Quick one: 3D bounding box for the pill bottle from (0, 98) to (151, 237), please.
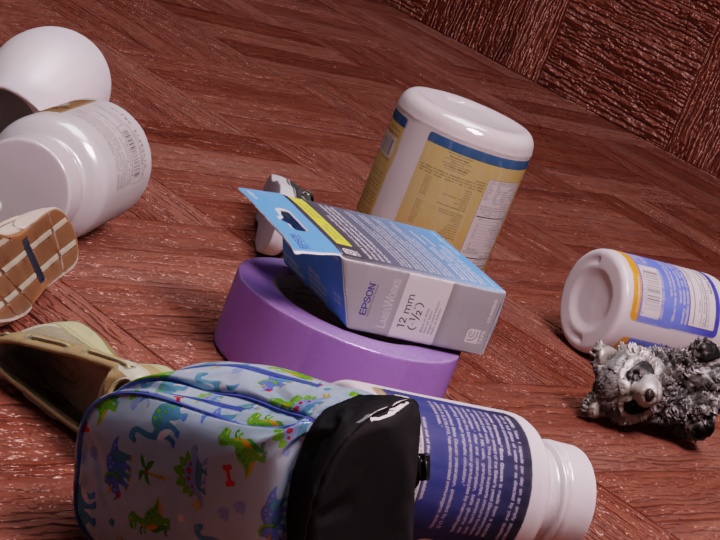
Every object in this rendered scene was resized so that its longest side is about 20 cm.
[{"bbox_3d":[-0.263,-0.084,1.764,0.114,0.115,0.200,23,14,6],"label":"pill bottle"}]

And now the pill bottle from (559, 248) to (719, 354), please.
[{"bbox_3d":[0.319,0.048,2.128,0.200,0.112,0.112,13,16,-32],"label":"pill bottle"}]

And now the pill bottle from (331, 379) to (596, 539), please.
[{"bbox_3d":[0.061,0.145,1.398,0.200,0.111,0.111,13,16,-30],"label":"pill bottle"}]

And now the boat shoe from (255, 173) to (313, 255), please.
[{"bbox_3d":[-0.070,-0.055,2.038,0.056,0.069,0.200,20,12,-9],"label":"boat shoe"}]

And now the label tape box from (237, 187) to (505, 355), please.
[{"bbox_3d":[0.000,0.000,1.683,0.200,0.066,0.143,11,17,-28],"label":"label tape box"}]

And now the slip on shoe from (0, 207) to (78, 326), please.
[{"bbox_3d":[-0.284,-0.001,1.552,0.060,0.076,0.200,-16,13,19],"label":"slip on shoe"}]

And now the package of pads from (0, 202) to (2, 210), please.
[{"bbox_3d":[-0.391,-0.089,1.573,0.200,0.068,0.154,45,19,7],"label":"package of pads"}]

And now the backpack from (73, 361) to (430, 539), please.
[{"bbox_3d":[-0.074,0.127,1.199,0.153,0.164,0.200,-9,24,-36],"label":"backpack"}]

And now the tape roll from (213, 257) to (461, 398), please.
[{"bbox_3d":[-0.019,0.059,1.693,0.200,0.066,0.200,20,15,-5],"label":"tape roll"}]

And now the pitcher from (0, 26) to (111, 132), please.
[{"bbox_3d":[-0.347,-0.175,1.998,0.171,0.122,0.200,16,25,9],"label":"pitcher"}]

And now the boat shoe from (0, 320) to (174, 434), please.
[{"bbox_3d":[-0.177,0.086,1.361,0.063,0.073,0.201,-1,23,-41],"label":"boat shoe"}]

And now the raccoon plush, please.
[{"bbox_3d":[0.260,0.116,1.930,0.134,0.097,0.200,5,-13,-10],"label":"raccoon plush"}]

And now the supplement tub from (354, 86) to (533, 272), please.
[{"bbox_3d":[0.074,-0.068,2.019,0.144,0.200,0.145,20,15,-6],"label":"supplement tub"}]
